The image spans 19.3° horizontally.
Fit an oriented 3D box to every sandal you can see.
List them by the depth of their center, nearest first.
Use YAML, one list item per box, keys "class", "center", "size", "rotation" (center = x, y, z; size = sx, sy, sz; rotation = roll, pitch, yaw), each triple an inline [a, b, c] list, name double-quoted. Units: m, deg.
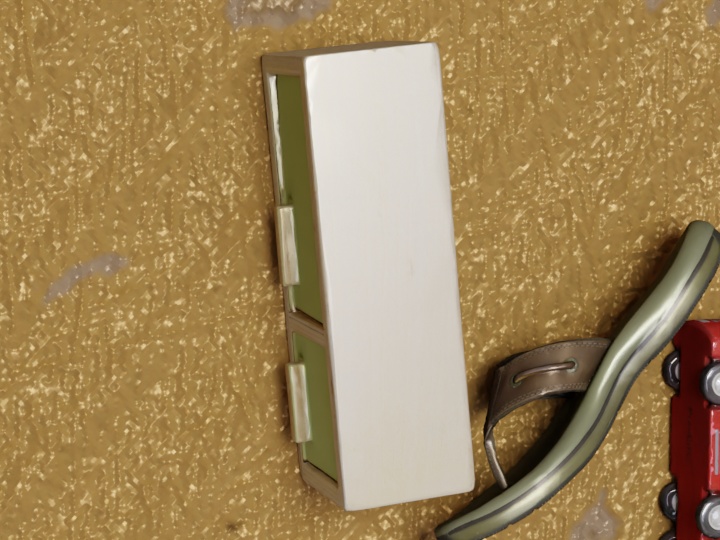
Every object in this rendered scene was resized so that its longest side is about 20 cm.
- class: "sandal"
  center: [0.096, 0.050, 1.002]
  size: [0.057, 0.080, 0.201]
  rotation: [38, 77, 0]

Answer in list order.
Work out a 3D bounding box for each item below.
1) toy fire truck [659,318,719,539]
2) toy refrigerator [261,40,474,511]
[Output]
- class: "toy fire truck"
  center: [0.222, 0.122, 1.055]
  size: [0.140, 0.049, 0.201]
  rotation: [-1, 96, -18]
- class: "toy refrigerator"
  center: [0.000, 0.000, 0.958]
  size: [0.070, 0.076, 0.201]
  rotation: [-8, 99, -16]
